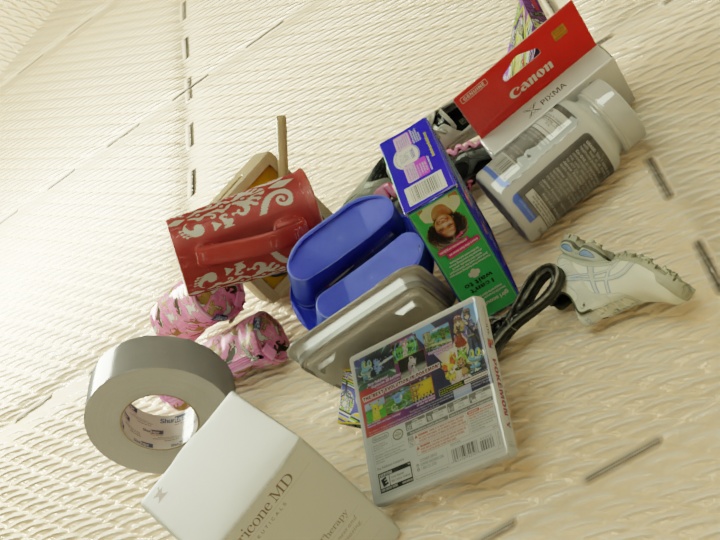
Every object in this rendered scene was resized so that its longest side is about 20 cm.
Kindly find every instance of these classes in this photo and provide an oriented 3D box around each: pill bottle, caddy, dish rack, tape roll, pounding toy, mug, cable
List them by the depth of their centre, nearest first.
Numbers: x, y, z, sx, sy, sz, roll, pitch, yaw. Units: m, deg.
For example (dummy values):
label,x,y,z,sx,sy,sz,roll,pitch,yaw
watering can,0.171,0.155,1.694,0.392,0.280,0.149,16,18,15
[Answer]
label,x,y,z,sx,sy,sz,roll,pitch,yaw
cable,0.158,0.066,1.476,0.200,0.050,0.098,-43,31,35
dish rack,0.024,0.082,1.548,0.199,0.172,0.044,-34,63,11
pill bottle,0.254,-0.141,1.586,0.200,0.114,0.114,-40,34,2
caddy,0.000,0.000,1.597,0.200,0.105,0.142,-36,70,-6
tape roll,-0.267,0.181,1.680,0.200,0.200,0.066,-30,36,18
mug,-0.154,-0.053,1.682,0.199,0.178,0.134,-17,73,-8
pounding toy,-0.130,-0.088,1.820,0.200,0.184,0.142,-48,14,-9

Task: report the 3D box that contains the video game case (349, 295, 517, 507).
label,x,y,z,sx,sy,sz,roll,pitch,yaw
video game case,0.077,0.149,1.406,0.199,0.023,0.183,-29,61,37

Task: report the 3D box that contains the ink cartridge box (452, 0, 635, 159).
label,x,y,z,sx,sy,sz,roll,pitch,yaw
ink cartridge box,0.241,-0.221,1.628,0.200,0.176,0.045,-40,45,5

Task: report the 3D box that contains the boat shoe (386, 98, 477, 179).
label,x,y,z,sx,sy,sz,roll,pitch,yaw
boat shoe,0.119,-0.200,1.791,0.199,0.066,0.072,-31,63,-10

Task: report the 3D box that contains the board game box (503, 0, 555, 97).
label,x,y,z,sx,sy,sz,roll,pitch,yaw
board game box,0.218,-0.255,1.702,0.032,0.201,0.120,0,37,-13

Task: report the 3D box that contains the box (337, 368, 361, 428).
label,x,y,z,sx,sy,sz,roll,pitch,yaw
box,0.067,0.155,1.474,0.199,0.064,0.071,-3,77,43

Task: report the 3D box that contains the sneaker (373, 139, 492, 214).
label,x,y,z,sx,sy,sz,roll,pitch,yaw
sneaker,0.118,-0.108,1.734,0.199,0.079,0.096,-28,74,15

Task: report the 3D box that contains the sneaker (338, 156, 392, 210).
label,x,y,z,sx,sy,sz,roll,pitch,yaw
sneaker,0.029,-0.105,1.823,0.200,0.072,0.073,-46,-8,-21

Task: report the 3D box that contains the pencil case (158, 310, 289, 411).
label,x,y,z,sx,sy,sz,roll,pitch,yaw
pencil case,-0.198,0.130,1.776,0.199,0.086,0.083,-26,68,24

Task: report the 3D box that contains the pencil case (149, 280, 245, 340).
label,x,y,z,sx,sy,sz,roll,pitch,yaw
pencil case,-0.240,0.054,1.834,0.083,0.087,0.200,-25,-1,-32

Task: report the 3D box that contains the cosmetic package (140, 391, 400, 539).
label,x,y,z,sx,sy,sz,roll,pitch,yaw
cosmetic package,-0.101,0.276,1.406,0.168,0.200,0.166,-51,35,-12

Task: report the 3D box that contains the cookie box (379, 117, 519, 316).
label,x,y,z,sx,sy,sz,roll,pitch,yaw
cookie box,0.111,-0.061,1.558,0.075,0.200,0.172,-29,35,9

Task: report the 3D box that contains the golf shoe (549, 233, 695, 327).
label,x,y,z,sx,sy,sz,roll,pitch,yaw
golf shoe,0.291,0.026,1.420,0.200,0.078,0.098,19,84,59
